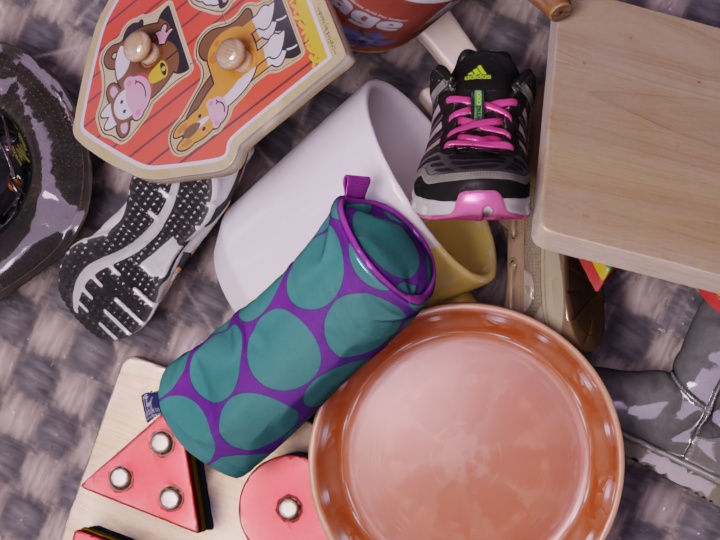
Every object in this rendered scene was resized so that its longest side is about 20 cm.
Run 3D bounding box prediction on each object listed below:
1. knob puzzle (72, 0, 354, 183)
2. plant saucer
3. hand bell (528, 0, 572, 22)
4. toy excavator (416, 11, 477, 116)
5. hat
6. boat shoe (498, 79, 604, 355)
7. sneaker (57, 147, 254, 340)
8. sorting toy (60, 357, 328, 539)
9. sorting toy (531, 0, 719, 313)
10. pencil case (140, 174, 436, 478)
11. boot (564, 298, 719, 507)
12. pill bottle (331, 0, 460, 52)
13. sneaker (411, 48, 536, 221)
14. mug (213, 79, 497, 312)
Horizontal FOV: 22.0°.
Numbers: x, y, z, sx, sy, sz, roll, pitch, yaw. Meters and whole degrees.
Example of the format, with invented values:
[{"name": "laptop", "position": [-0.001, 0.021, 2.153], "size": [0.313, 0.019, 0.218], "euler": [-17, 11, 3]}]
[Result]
[{"name": "knob puzzle", "position": [-0.112, -0.142, 1.156], "size": [0.218, 0.030, 0.222], "euler": [-14, 66, 33]}, {"name": "plant saucer", "position": [0.066, 0.120, 1.170], "size": [0.198, 0.032, 0.202], "euler": [0, 95, 2]}, {"name": "hand bell", "position": [0.090, -0.237, 1.201], "size": [0.104, 0.104, 0.201], "euler": [-27, 60, 5]}, {"name": "toy excavator", "position": [-0.015, -0.192, 1.259], "size": [0.198, 0.100, 0.196], "euler": [-8, 84, -3]}, {"name": "hat", "position": [-0.280, -0.061, 1.286], "size": [0.198, 0.081, 0.203], "euler": [0, 86, -1]}, {"name": "boat shoe", "position": [0.120, -0.037, 1.222], "size": [0.064, 0.071, 0.202], "euler": [-16, 58, 34]}, {"name": "sneaker", "position": [-0.134, -0.026, 1.244], "size": [0.074, 0.080, 0.200], "euler": [46, 129, 1]}, {"name": "sorting toy", "position": [-0.104, 0.183, 1.239], "size": [0.198, 0.070, 0.200], "euler": [19, 88, 9]}, {"name": "sorting toy", "position": [0.202, -0.060, 1.155], "size": [0.198, 0.070, 0.200], "euler": [14, 53, -6]}, {"name": "pencil case", "position": [-0.042, 0.039, 1.131], "size": [0.200, 0.085, 0.093], "euler": [-42, 60, 30]}, {"name": "boot", "position": [0.225, 0.035, 1.214], "size": [0.181, 0.073, 0.201], "euler": [27, 94, 1]}, {"name": "pill bottle", "position": [0.027, -0.209, 1.130], "size": [0.111, 0.200, 0.113], "euler": [2, 82, -15]}, {"name": "sneaker", "position": [0.071, -0.087, 1.133], "size": [0.073, 0.200, 0.088], "euler": [2, 109, 6]}, {"name": "mug", "position": [-0.006, -0.006, 1.209], "size": [0.153, 0.149, 0.188], "euler": [-31, 70, 19]}]
